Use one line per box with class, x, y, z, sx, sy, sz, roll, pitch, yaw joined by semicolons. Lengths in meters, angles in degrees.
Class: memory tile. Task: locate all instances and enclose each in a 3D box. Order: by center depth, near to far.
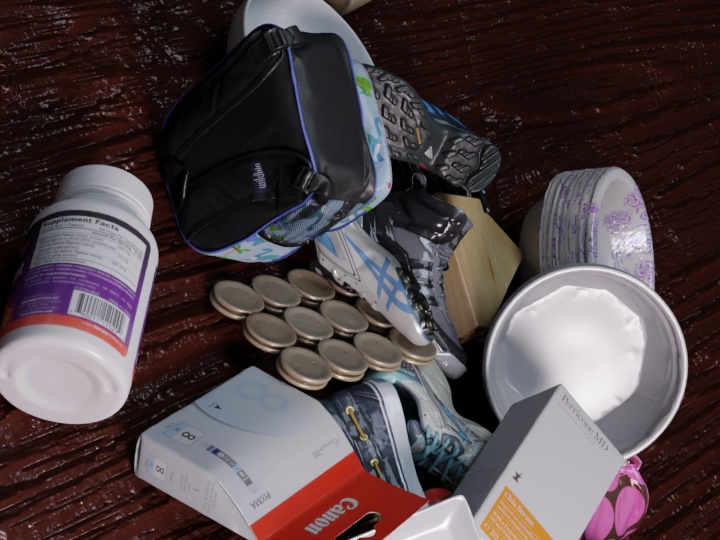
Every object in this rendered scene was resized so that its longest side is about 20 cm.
memory tile;-0.034;0.050;1.648;0.199;0.017;0.153;-8;42;-48

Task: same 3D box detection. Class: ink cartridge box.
ink cartridge box;-0.061;0.163;1.476;0.199;0.048;0.160;24;29;25

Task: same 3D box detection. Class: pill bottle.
pill bottle;-0.224;0.014;1.444;0.111;0.111;0.201;33;43;-26

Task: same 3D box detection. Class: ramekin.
ramekin;0.216;0.089;1.777;0.200;0.200;0.105;52;2;-5

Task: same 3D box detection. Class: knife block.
knife block;0.080;-0.038;1.847;0.176;0.064;0.200;45;39;-12

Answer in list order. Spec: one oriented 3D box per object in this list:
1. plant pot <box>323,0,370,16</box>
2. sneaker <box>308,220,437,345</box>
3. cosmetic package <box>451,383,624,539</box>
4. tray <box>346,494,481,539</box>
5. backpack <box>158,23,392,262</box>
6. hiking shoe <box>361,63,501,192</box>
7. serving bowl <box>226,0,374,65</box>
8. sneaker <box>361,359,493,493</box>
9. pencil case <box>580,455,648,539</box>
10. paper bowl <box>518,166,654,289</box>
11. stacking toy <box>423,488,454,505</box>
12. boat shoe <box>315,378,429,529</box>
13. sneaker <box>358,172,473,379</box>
plant pot;-0.006;-0.370;1.925;0.187;0.187;0.200;44;53;-15
sneaker;0.000;0.000;1.695;0.200;0.072;0.072;50;5;20
cosmetic package;0.149;0.207;1.608;0.102;0.071;0.200;48;47;-11
tray;0.013;0.272;1.493;0.199;0.022;0.108;-20;89;-11
backpack;-0.076;-0.102;1.616;0.147;0.200;0.184;6;63;-45
hiking shoe;0.045;-0.144;1.796;0.200;0.075;0.087;33;4;-23
serving bowl;-0.064;-0.187;1.794;0.200;0.066;0.201;30;45;-35
sneaker;0.068;0.164;1.673;0.200;0.078;0.086;50;29;11
pencil case;0.203;0.235;1.756;0.091;0.094;0.200;45;32;23
paper bowl;0.239;-0.008;1.929;0.200;0.104;0.202;15;73;-62
stacking toy;0.114;0.286;1.640;0.085;0.085;0.200;-25;79;-52
boat shoe;0.005;0.203;1.598;0.090;0.071;0.201;-14;86;-23
sneaker;0.073;0.001;1.759;0.201;0.114;0.075;57;-1;7
